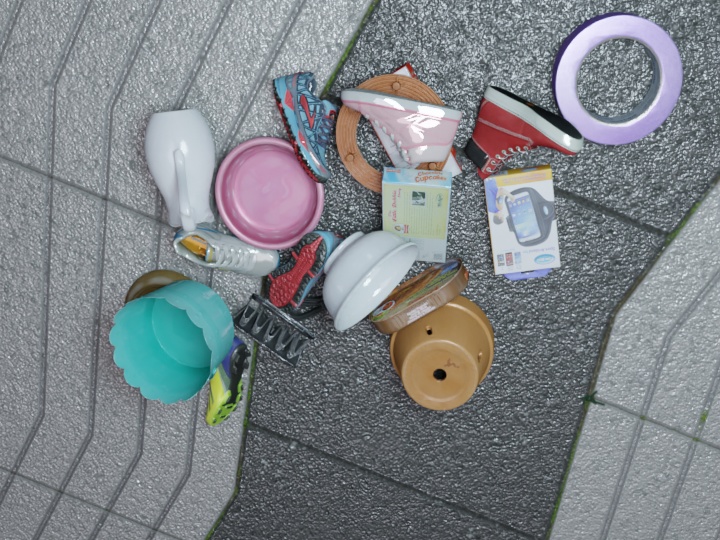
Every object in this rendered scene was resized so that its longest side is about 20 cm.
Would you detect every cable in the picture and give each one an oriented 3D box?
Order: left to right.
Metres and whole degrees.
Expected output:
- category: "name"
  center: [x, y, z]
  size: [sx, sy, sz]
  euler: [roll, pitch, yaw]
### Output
- category: "cable"
  center: [-0.050, 0.052, 1.580]
  size: [0.198, 0.050, 0.098]
  euler: [-28, 106, 28]

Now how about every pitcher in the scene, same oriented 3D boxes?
- category: "pitcher"
  center: [-0.304, -0.171, 1.449]
  size: [0.119, 0.172, 0.204]
  euler: [-9, 101, -11]

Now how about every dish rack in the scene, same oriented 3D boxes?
- category: "dish rack"
  center: [-0.156, 0.106, 1.535]
  size: [0.152, 0.200, 0.055]
  euler: [34, 74, -4]

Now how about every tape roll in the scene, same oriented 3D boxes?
- category: "tape roll"
  center: [0.412, -0.310, 1.367]
  size: [0.196, 0.066, 0.204]
  euler: [2, 111, 6]

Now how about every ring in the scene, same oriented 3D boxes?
- category: "ring"
  center: [0.055, -0.222, 1.406]
  size: [0.196, 0.019, 0.204]
  euler: [4, 110, 9]

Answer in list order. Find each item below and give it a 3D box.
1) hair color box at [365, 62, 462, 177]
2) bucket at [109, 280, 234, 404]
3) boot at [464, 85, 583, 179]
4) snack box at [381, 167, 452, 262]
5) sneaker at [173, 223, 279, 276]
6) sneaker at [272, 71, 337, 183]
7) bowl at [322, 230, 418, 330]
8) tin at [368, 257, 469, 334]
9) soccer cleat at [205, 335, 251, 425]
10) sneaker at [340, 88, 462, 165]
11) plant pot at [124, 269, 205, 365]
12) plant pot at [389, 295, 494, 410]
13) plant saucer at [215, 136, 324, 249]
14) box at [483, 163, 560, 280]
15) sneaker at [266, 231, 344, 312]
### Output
- category: "hair color box"
  center: [0.085, -0.237, 1.438]
  size: [0.100, 0.061, 0.202]
  euler: [-26, 103, 16]
- category: "bucket"
  center: [-0.334, 0.123, 1.532]
  size: [0.203, 0.135, 0.211]
  euler: [5, 108, 15]
- category: "boot"
  center: [0.263, -0.198, 1.389]
  size: [0.199, 0.072, 0.146]
  euler: [37, 118, 35]
- category: "snack box"
  center: [0.095, -0.092, 1.449]
  size: [0.114, 0.038, 0.201]
  euler: [5, 143, 6]
- category: "sneaker"
  center: [-0.246, -0.030, 1.546]
  size: [0.196, 0.081, 0.078]
  euler: [14, 110, 0]
- category: "sneaker"
  center: [-0.079, -0.247, 1.420]
  size: [0.094, 0.079, 0.203]
  euler: [-21, 80, -2]
- category: "bowl"
  center: [0.000, 0.000, 1.442]
  size: [0.090, 0.200, 0.202]
  euler: [43, 111, 15]
- category: "tin"
  center: [0.105, 0.047, 1.511]
  size: [0.198, 0.112, 0.042]
  euler: [-30, 104, 17]
- category: "soccer cleat"
  center: [-0.271, 0.212, 1.658]
  size: [0.083, 0.064, 0.203]
  euler: [33, 118, 27]
- category: "sneaker"
  center: [0.057, -0.226, 1.353]
  size: [0.197, 0.075, 0.106]
  euler: [13, 107, 0]
- category: "plant pot"
  center: [-0.371, 0.099, 1.624]
  size: [0.196, 0.027, 0.204]
  euler: [4, 107, 14]
- category: "plant pot"
  center: [0.145, 0.159, 1.532]
  size: [0.196, 0.140, 0.204]
  euler: [3, 111, 7]
- category: "plant saucer"
  center: [-0.159, -0.140, 1.510]
  size: [0.196, 0.051, 0.204]
  euler: [2, 108, 6]
- category: "box"
  center: [0.284, -0.077, 1.482]
  size: [0.117, 0.042, 0.204]
  euler: [-7, 106, 10]
- category: "sneaker"
  center: [-0.092, 0.004, 1.527]
  size: [0.200, 0.095, 0.080]
  euler: [-45, 73, 38]
